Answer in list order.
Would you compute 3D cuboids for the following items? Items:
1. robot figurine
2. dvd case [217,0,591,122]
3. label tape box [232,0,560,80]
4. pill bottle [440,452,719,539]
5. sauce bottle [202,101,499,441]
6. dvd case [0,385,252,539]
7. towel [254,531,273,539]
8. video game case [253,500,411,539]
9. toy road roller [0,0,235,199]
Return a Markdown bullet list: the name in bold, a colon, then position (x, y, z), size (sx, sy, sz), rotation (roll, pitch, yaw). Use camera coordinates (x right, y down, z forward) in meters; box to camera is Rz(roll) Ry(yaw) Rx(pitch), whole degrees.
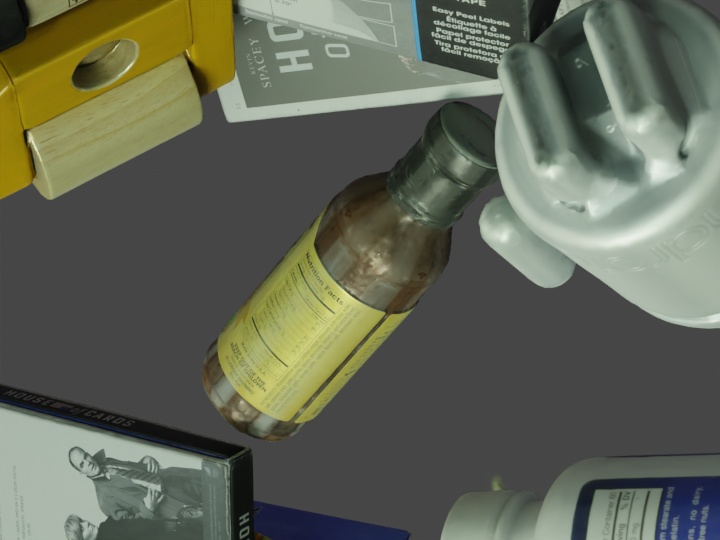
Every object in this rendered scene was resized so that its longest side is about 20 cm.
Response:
- **robot figurine**: position (0.130, -0.043, 1.113), size (0.169, 0.113, 0.200), rotation (-25, 152, 23)
- **dvd case**: position (0.011, -0.146, 1.186), size (0.199, 0.025, 0.151), rotation (-5, 116, 24)
- **label tape box**: position (0.006, -0.169, 1.069), size (0.144, 0.064, 0.200), rotation (15, 152, 14)
- **pill bottle**: position (0.143, 0.145, 1.245), size (0.199, 0.120, 0.120), rotation (-4, 117, 25)
- **sauce bottle**: position (0.000, 0.000, 1.253), size (0.065, 0.065, 0.200), rotation (40, 124, -4)
- **dvd case**: position (-0.140, 0.141, 1.343), size (0.199, 0.025, 0.151), rotation (12, 113, 31)
- **towel**: position (-0.025, 0.185, 1.345), size (0.199, 0.018, 0.086), rotation (25, 123, 8)
- **video game case**: position (-0.072, 0.205, 1.414), size (0.199, 0.045, 0.182), rotation (9, 121, 17)
- **toy road roller**: position (-0.138, -0.139, 1.127), size (0.146, 0.123, 0.200), rotation (56, 166, 24)
